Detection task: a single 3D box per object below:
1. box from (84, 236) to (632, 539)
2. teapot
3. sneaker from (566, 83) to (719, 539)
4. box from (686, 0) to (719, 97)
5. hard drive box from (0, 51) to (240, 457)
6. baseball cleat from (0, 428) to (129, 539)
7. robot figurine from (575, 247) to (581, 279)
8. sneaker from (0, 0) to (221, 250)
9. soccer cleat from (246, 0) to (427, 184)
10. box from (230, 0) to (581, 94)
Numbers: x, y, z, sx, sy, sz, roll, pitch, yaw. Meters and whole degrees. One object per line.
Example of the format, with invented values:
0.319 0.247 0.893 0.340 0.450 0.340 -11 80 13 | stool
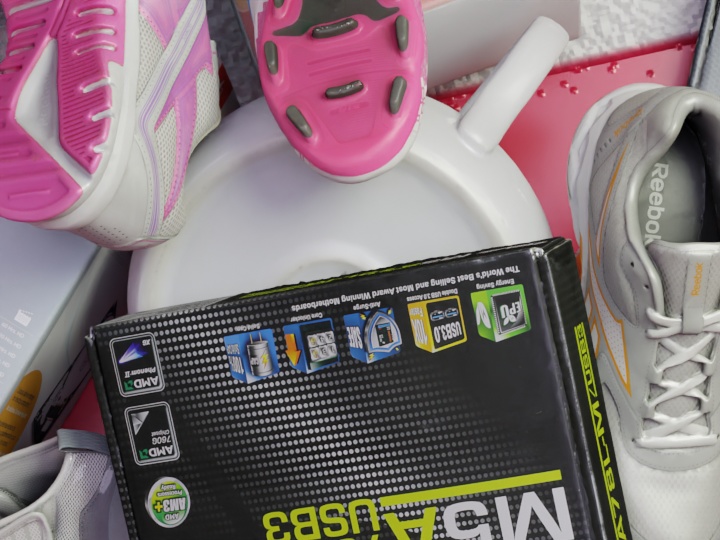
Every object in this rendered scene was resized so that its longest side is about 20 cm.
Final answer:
0.005 0.098 1.025 0.199 0.047 0.194 -9 93 20 | box
0.000 0.000 1.124 0.199 0.146 0.198 -5 104 10 | teapot
0.119 0.022 1.024 0.075 0.092 0.201 -3 88 -11 | sneaker
0.263 -0.127 1.199 0.199 0.051 0.158 15 85 4 | box
-0.139 -0.016 1.150 0.077 0.156 0.200 30 86 6 | hard drive box
-0.143 0.144 1.131 0.106 0.070 0.200 15 119 -21 | baseball cleat
0.139 0.060 1.139 0.143 0.117 0.201 4 97 -14 | robot figurine
-0.099 -0.093 1.046 0.081 0.088 0.201 -5 61 28 | sneaker
-0.014 -0.114 1.053 0.070 0.086 0.201 -19 64 4 | soccer cleat
-0.002 -0.185 1.178 0.152 0.106 0.201 -20 74 -1 | box
